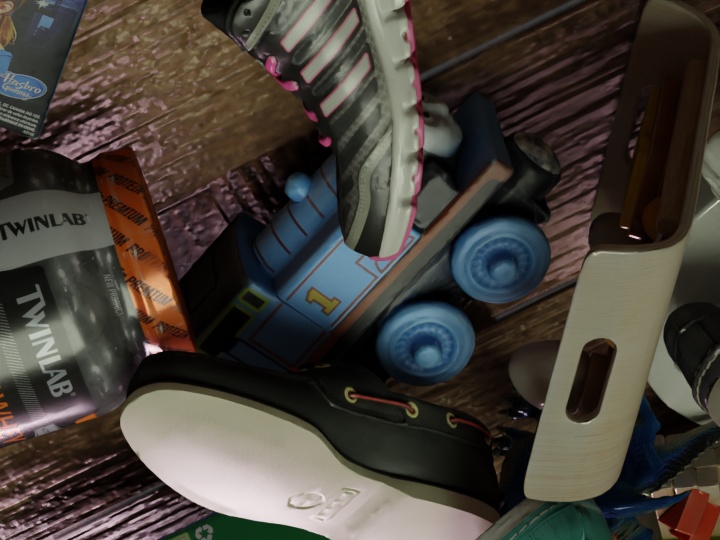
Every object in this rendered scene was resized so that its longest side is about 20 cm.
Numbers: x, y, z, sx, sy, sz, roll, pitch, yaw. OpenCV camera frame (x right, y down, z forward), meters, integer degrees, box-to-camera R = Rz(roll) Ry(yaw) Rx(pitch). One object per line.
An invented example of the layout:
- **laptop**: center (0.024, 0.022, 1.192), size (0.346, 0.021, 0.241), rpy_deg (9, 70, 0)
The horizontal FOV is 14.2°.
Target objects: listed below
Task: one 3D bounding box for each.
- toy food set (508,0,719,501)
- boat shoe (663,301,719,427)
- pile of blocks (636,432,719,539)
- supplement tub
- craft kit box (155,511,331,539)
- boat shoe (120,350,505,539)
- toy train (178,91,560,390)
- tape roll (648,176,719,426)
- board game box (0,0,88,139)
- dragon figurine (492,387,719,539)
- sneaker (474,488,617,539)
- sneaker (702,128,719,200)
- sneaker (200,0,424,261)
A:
- **toy food set**: center (0.109, -0.013, 1.273), size (0.060, 0.200, 0.144), rpy_deg (13, 130, 3)
- **boat shoe**: center (0.218, 0.045, 1.401), size (0.200, 0.063, 0.073), rpy_deg (8, 120, -50)
- **pile of blocks**: center (0.166, 0.162, 1.514), size (0.082, 0.062, 0.200), rpy_deg (9, 140, -9)
- **supplement tub**: center (-0.179, 0.021, 1.256), size (0.200, 0.123, 0.123), rpy_deg (-18, 134, -1)
- **craft kit box**: center (-0.045, 0.164, 1.440), size (0.200, 0.049, 0.198), rpy_deg (-25, 159, 6)
- **boat shoe**: center (-0.021, 0.075, 1.272), size (0.201, 0.063, 0.074), rpy_deg (22, 139, -33)
- **toy train**: center (0.000, 0.000, 1.320), size (0.114, 0.087, 0.200), rpy_deg (33, 113, -25)
- **tape roll**: center (0.227, 0.000, 1.430), size (0.203, 0.037, 0.203), rpy_deg (-9, 133, -10)
- **board game box**: center (-0.166, -0.170, 1.127), size (0.200, 0.062, 0.200), rpy_deg (20, 121, -32)
- **dragon figurine**: center (0.121, 0.108, 1.408), size (0.200, 0.100, 0.059), rpy_deg (1, 138, -17)
- **sneaker**: center (0.106, 0.158, 1.315), size (0.071, 0.080, 0.200), rpy_deg (-41, 153, 1)
- **sneaker**: center (0.217, -0.007, 1.323), size (0.075, 0.081, 0.200), rpy_deg (-34, 149, 13)
- **sneaker**: center (-0.021, -0.098, 1.215), size (0.087, 0.074, 0.200), rpy_deg (-7, 112, 2)
